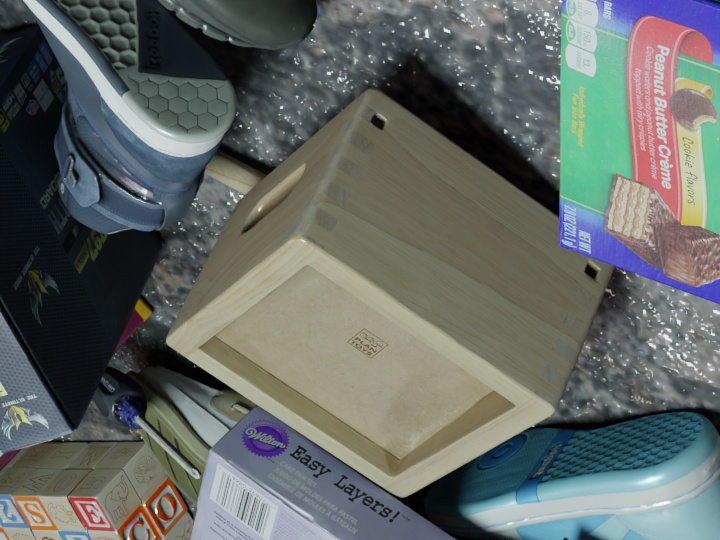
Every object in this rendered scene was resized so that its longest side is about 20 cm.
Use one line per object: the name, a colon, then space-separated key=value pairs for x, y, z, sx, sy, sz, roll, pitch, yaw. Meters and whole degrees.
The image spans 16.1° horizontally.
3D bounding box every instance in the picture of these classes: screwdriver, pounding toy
screwdriver: x=-0.125 y=0.090 z=1.448 sx=0.200 sy=0.029 sz=0.028 roll=-140 pitch=40 yaw=-69
pounding toy: x=0.000 y=0.000 z=1.319 sx=0.184 sy=0.142 sz=0.200 roll=35 pitch=147 yaw=-13

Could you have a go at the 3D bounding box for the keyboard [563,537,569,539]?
keyboard: x=0.117 y=0.223 z=1.372 sx=0.104 sy=0.040 sz=0.200 roll=23 pitch=142 yaw=19

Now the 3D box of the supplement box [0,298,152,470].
supplement box: x=-0.232 y=0.070 z=1.511 sx=0.086 sy=0.200 sz=0.110 roll=48 pitch=142 yaw=-8

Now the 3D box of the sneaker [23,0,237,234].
sneaker: x=-0.146 y=-0.113 z=1.345 sx=0.202 sy=0.077 sz=0.146 roll=58 pitch=156 yaw=17

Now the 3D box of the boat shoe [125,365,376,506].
boat shoe: x=-0.067 y=0.109 z=1.513 sx=0.200 sy=0.068 sz=0.075 roll=36 pitch=152 yaw=40

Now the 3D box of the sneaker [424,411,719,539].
sneaker: x=0.131 y=0.152 z=1.372 sx=0.200 sy=0.080 sz=0.131 roll=-10 pitch=117 yaw=47

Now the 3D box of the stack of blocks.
stack of blocks: x=-0.199 y=0.177 z=1.702 sx=0.200 sy=0.059 sz=0.115 roll=-4 pitch=123 yaw=43

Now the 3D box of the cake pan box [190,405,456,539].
cake pan box: x=-0.013 y=0.190 z=1.395 sx=0.200 sy=0.052 sz=0.184 roll=32 pitch=137 yaw=17

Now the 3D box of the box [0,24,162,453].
box: x=-0.184 y=-0.021 z=1.384 sx=0.051 sy=0.200 sz=0.158 roll=-16 pitch=116 yaw=21

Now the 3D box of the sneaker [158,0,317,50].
sneaker: x=-0.077 y=-0.195 z=1.231 sx=0.091 sy=0.076 sz=0.200 roll=-20 pitch=114 yaw=41

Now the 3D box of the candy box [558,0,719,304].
candy box: x=0.190 y=-0.059 z=1.119 sx=0.200 sy=0.077 sz=0.169 roll=20 pitch=137 yaw=24
